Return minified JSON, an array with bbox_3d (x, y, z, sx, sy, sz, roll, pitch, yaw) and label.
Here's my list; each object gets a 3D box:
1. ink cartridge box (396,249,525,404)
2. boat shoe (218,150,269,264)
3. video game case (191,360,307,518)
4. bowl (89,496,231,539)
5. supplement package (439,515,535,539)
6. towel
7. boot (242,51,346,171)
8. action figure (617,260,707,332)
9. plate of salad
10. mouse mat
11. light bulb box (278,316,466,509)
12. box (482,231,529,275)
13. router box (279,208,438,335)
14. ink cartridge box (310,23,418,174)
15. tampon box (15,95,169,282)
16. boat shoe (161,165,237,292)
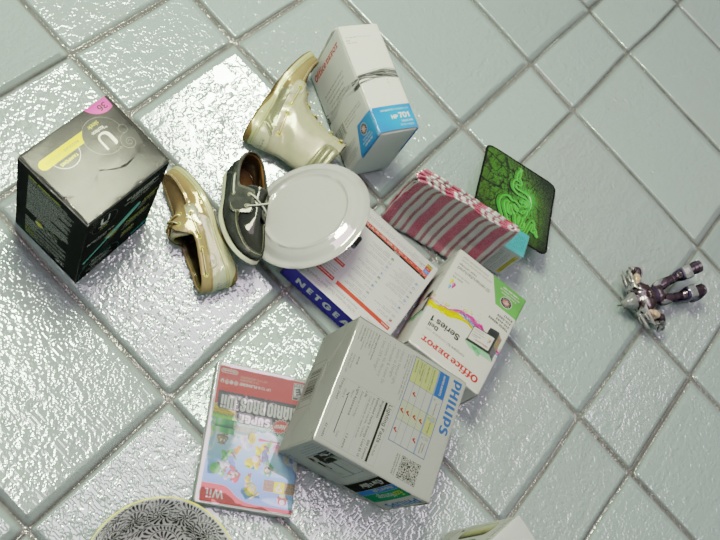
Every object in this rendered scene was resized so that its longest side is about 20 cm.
[{"bbox_3d":[0.158,0.093,1.379,0.144,0.084,0.201,37,60,-6],"label":"ink cartridge box"},{"bbox_3d":[-0.170,-0.098,1.286,0.071,0.067,0.202,26,39,-35],"label":"boat shoe"},{"bbox_3d":[-0.154,0.241,1.219,0.141,0.017,0.203,15,64,-18],"label":"video game case"},{"bbox_3d":[-0.258,0.392,1.066,0.198,0.094,0.203,9,66,-21],"label":"bowl"},{"bbox_3d":[0.160,0.452,1.165,0.151,0.200,0.152,-30,83,-31],"label":"supplement package"},{"bbox_3d":[0.143,-0.075,1.405,0.198,0.146,0.030,30,53,-11],"label":"towel"},{"bbox_3d":[-0.086,-0.253,1.420,0.154,0.072,0.201,34,66,-7],"label":"boot"},{"bbox_3d":[0.556,0.045,1.589,0.198,0.069,0.132,-13,82,-24],"label":"action figure"},{"bbox_3d":[-0.078,-0.082,1.321,0.197,0.048,0.202,-9,55,13],"label":"plate of salad"},{"bbox_3d":[0.282,-0.132,1.544,0.160,0.008,0.201,30,47,-11],"label":"mouse mat"},{"bbox_3d":[0.020,0.211,1.236,0.199,0.125,0.200,32,60,-16],"label":"light bulb box"},{"bbox_3d":[0.183,-0.073,1.460,0.199,0.082,0.050,30,58,-10],"label":"box"},{"bbox_3d":[0.000,0.000,1.368,0.200,0.049,0.180,42,59,-3],"label":"router box"},{"bbox_3d":[0.003,-0.285,1.428,0.085,0.146,0.202,-13,75,-26],"label":"ink cartridge box"},{"bbox_3d":[-0.370,-0.107,1.159,0.126,0.200,0.150,44,58,-1],"label":"tampon box"},{"bbox_3d":[-0.252,-0.061,1.266,0.066,0.074,0.202,-23,80,-35],"label":"boat shoe"}]
